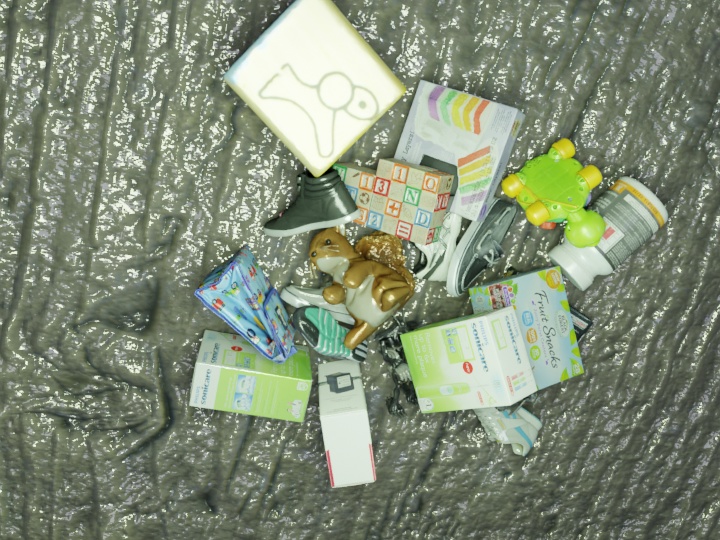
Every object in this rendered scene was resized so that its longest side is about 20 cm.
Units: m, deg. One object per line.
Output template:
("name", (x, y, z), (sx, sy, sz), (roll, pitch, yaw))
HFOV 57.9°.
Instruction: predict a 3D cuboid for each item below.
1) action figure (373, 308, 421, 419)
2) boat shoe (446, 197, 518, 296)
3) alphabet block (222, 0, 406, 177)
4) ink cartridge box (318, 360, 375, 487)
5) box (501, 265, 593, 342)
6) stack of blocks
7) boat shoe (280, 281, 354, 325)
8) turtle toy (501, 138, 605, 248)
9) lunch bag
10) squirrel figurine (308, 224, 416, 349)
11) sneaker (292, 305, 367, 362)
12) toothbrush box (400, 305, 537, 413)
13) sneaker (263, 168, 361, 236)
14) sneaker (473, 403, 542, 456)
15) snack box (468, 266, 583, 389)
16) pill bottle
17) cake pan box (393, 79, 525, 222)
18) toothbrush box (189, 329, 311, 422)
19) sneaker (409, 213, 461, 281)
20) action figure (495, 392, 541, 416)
("action figure", (0.089, 0.170, 1.224), (0.118, 0.102, 0.202), (-20, 116, -37))
("boat shoe", (0.221, -0.038, 1.160), (0.201, 0.067, 0.072), (-59, 146, -15))
("alphabet block", (-0.074, -0.293, 1.013), (0.195, 0.197, 0.200), (-42, 108, 8))
("ink cartridge box", (-0.027, 0.273, 1.195), (0.084, 0.200, 0.146), (-8, 109, -2))
("box", (0.328, 0.110, 1.269), (0.199, 0.046, 0.160), (31, 101, -15))
("stack of blocks", (0.045, -0.129, 1.095), (0.199, 0.058, 0.116), (20, 108, 26))
("boat shoe", (-0.046, 0.052, 1.192), (0.198, 0.072, 0.066), (18, 100, -13))
("turtle toy", (0.351, -0.125, 1.142), (0.145, 0.201, 0.101), (-34, 147, 4))
("lunch bag", (-0.180, 0.073, 1.127), (0.094, 0.151, 0.201), (-36, 102, 5))
("squirrel figurine", (0.000, 0.000, 1.143), (0.187, 0.200, 0.142), (46, 129, 11))
("sneaker", (-0.073, 0.124, 1.164), (0.087, 0.075, 0.200), (-10, 149, 33))
("toothbrush box", (0.179, 0.155, 1.109), (0.086, 0.199, 0.147), (-13, 87, -44))
("sneaker", (-0.096, -0.118, 1.103), (0.199, 0.071, 0.100), (-9, 107, 34))
("sneaker", (0.274, 0.296, 1.294), (0.199, 0.076, 0.081), (34, 71, -15))
("snack box", (0.297, 0.108, 1.163), (0.167, 0.068, 0.202), (-13, 91, -25))
("pill bottle", (0.449, -0.065, 1.192), (0.200, 0.116, 0.116), (-44, 107, 7))
("cake pan box", (0.153, -0.198, 1.096), (0.183, 0.052, 0.201), (26, 104, 26))
("toothbrush box", (-0.194, 0.187, 1.167), (0.198, 0.146, 0.087), (10, 106, -9))
("sneaker", (0.131, -0.073, 1.171), (0.087, 0.076, 0.202), (-3, 107, -6))
("action figure", (0.277, 0.196, 1.224), (0.200, 0.069, 0.131), (42, 72, -20))
